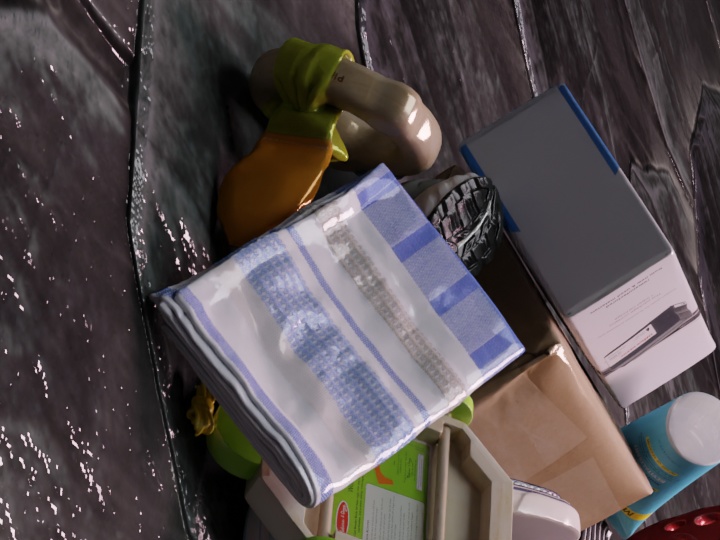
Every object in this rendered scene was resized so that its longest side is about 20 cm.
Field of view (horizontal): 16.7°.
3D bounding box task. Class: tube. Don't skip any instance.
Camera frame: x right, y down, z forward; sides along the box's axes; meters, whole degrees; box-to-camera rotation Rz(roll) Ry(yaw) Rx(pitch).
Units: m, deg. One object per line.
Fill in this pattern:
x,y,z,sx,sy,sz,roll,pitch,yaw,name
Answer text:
0.199,0.134,1.710,0.077,0.050,0.200,57,-23,8,tube

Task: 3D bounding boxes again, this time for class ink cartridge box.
0.153,-0.012,1.622,0.145,0.084,0.200,60,3,25,ink cartridge box

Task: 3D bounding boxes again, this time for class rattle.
-0.021,-0.050,1.525,0.200,0.130,0.143,108,-10,-73,rattle

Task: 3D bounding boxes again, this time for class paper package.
0.090,0.064,1.635,0.200,0.103,0.191,55,7,-47,paper package

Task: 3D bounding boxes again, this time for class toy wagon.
-0.008,0.113,1.373,0.200,0.040,0.155,21,42,-14,toy wagon

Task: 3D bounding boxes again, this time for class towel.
-0.008,0.032,1.374,0.200,0.024,0.147,-32,83,-41,towel

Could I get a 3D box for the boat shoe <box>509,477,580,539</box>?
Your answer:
0.041,0.114,1.475,0.200,0.075,0.093,13,55,-27,boat shoe

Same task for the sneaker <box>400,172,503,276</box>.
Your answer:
0.000,0.000,1.498,0.200,0.079,0.074,-31,117,-38,sneaker

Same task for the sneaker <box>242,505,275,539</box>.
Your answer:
0.013,0.208,1.377,0.080,0.130,0.200,-22,99,-70,sneaker

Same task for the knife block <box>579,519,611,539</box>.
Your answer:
0.110,0.241,1.767,0.200,0.176,0.064,-44,135,-12,knife block

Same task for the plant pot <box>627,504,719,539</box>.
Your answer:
0.263,0.293,1.960,0.200,0.182,0.201,-12,90,-70,plant pot
